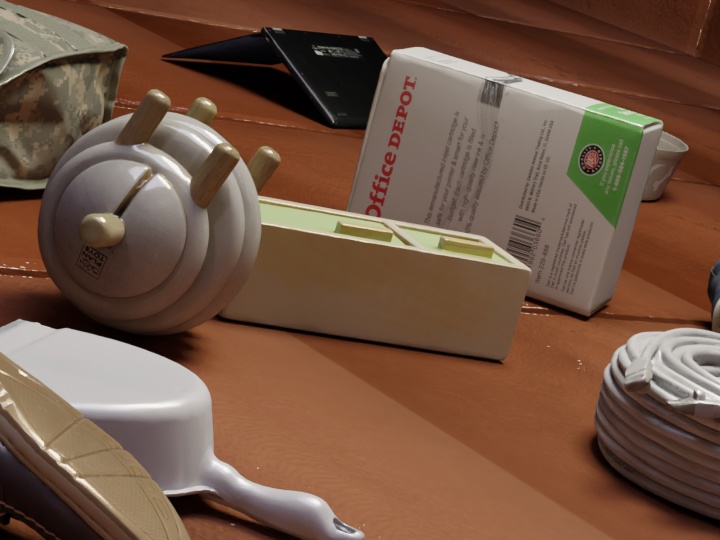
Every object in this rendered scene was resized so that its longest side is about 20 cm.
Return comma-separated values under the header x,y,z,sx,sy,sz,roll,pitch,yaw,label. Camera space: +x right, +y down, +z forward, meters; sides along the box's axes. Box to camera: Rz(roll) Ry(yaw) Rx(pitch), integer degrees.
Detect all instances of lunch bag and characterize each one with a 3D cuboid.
x,y,z,sx,sy,sz,roll,pitch,yaw,label
-0.283,-0.124,1.489,0.163,0.118,0.200,21,20,24,lunch bag

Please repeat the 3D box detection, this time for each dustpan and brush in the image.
x,y,z,sx,sy,sz,roll,pitch,yaw,label
-0.091,0.080,1.014,0.199,0.058,0.140,11,13,12,dustpan and brush

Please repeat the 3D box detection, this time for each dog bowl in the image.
x,y,z,sx,sy,sz,roll,pitch,yaw,label
0.224,-0.124,2.216,0.199,0.059,0.200,14,13,-4,dog bowl

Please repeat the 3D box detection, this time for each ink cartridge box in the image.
x,y,z,sx,sy,sz,roll,pitch,yaw,label
0.105,-0.070,1.641,0.199,0.147,0.084,19,14,16,ink cartridge box

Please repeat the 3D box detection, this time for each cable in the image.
x,y,z,sx,sy,sz,roll,pitch,yaw,label
0.234,0.095,1.277,0.199,0.070,0.200,17,12,1,cable

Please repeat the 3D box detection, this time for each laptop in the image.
x,y,z,sx,sy,sz,roll,pitch,yaw,label
-0.059,-0.180,2.228,0.187,0.116,0.200,-4,52,-54,laptop

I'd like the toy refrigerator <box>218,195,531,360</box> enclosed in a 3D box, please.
x,y,z,sx,sy,sz,roll,pitch,yaw,label
0.000,0.000,1.396,0.199,0.070,0.076,10,13,-25,toy refrigerator

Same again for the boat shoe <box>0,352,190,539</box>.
x,y,z,sx,sy,sz,roll,pitch,yaw,label
-0.157,0.074,0.912,0.200,0.065,0.072,38,8,10,boat shoe

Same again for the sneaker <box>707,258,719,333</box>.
x,y,z,sx,sy,sz,roll,pitch,yaw,label
0.358,0.033,1.666,0.201,0.077,0.146,14,15,-1,sneaker

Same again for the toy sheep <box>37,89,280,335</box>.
x,y,z,sx,sy,sz,roll,pitch,yaw,label
-0.116,-0.029,1.236,0.137,0.138,0.200,19,4,15,toy sheep
